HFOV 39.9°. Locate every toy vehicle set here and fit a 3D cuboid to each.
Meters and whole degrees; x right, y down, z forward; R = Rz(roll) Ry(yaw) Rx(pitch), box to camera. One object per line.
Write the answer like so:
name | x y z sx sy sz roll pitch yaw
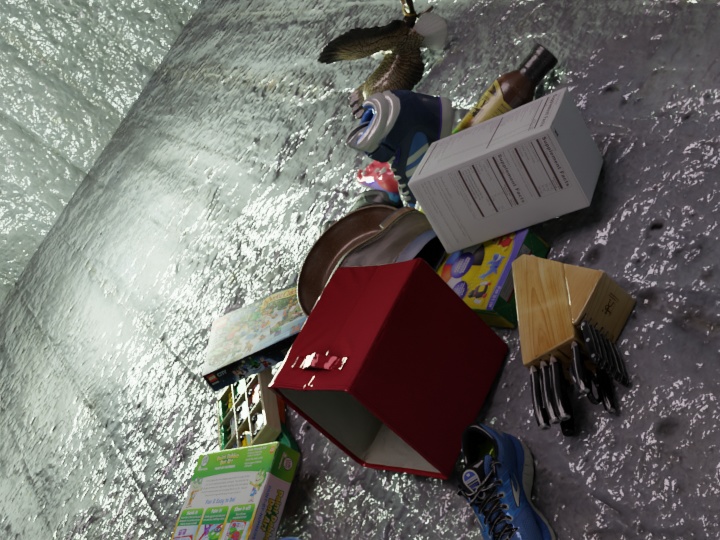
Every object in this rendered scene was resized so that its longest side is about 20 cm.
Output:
toy vehicle set | -0.172 0.220 1.495 0.125 0.026 0.201 -54 25 19

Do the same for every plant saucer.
plant saucer | 0.000 0.000 1.403 0.198 0.037 0.202 -22 46 24

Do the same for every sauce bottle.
sauce bottle | 0.198 -0.230 1.398 0.201 0.064 0.065 -50 29 7

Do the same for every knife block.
knife block | 0.207 0.083 1.062 0.177 0.064 0.199 -59 29 -8

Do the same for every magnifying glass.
magnifying glass | -0.121 0.239 1.429 0.080 0.022 0.201 -45 28 26

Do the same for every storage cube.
storage cube | 0.035 0.114 1.159 0.170 0.200 0.181 -7 47 54

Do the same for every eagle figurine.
eagle figurine | 0.043 -0.373 1.702 0.200 0.151 0.151 -48 -11 -23

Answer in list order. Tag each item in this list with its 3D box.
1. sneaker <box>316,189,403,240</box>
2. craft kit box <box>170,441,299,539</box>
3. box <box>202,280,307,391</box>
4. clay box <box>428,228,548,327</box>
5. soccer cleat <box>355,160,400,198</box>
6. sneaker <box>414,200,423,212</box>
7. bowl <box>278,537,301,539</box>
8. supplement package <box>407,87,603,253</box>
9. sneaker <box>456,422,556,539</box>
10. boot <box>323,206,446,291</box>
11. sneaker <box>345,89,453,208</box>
sneaker | -0.002 -0.054 1.517 0.200 0.073 0.083 -37 35 48
craft kit box | -0.180 0.335 1.317 0.199 0.048 0.200 -18 49 48
box | -0.146 0.094 1.531 0.198 0.038 0.137 -25 32 16
clay box | 0.137 0.007 1.260 0.199 0.047 0.116 2 61 56
soccer cleat | 0.045 -0.139 1.539 0.067 0.077 0.200 -42 13 -7
sneaker | 0.147 -0.113 1.344 0.201 0.075 0.077 -51 29 10
bowl | -0.102 0.426 1.192 0.200 0.039 0.202 -37 33 29
supplement package | 0.178 -0.119 1.210 0.198 0.110 0.114 -18 25 34
sneaker | 0.133 0.236 0.988 0.078 0.089 0.201 -42 32 23
boot | 0.030 0.004 1.288 0.201 0.075 0.097 -50 32 -6
sneaker | 0.045 -0.154 1.385 0.081 0.144 0.203 -110 25 -60
